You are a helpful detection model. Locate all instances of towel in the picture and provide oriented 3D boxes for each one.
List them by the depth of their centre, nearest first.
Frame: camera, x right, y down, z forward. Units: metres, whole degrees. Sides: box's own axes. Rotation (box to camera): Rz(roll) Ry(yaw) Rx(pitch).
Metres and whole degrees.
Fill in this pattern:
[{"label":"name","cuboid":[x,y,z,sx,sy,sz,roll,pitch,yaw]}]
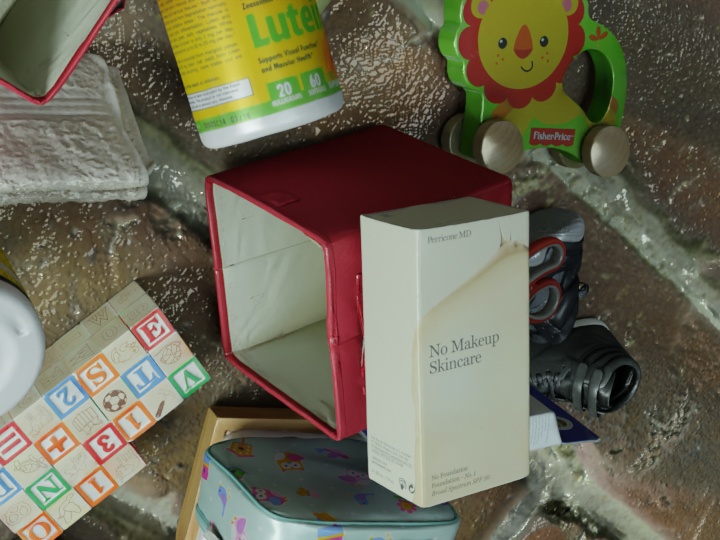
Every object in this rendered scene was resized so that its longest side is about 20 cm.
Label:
[{"label":"towel","cuboid":[-0.251,-0.101,0.922,0.199,0.133,0.035,-6,145,-29]}]

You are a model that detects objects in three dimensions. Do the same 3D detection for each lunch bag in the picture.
[{"label":"lunch bag","cuboid":[-0.029,0.200,1.069,0.199,0.160,0.077,5,108,-32]}]

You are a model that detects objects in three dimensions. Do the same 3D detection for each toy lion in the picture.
[{"label":"toy lion","cuboid":[0.156,-0.184,1.173,0.199,0.069,0.193,0,104,-31]}]

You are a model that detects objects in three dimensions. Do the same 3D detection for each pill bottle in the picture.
[{"label":"pill bottle","cuboid":[-0.293,0.011,0.897,0.111,0.200,0.112,-15,126,-23]},{"label":"pill bottle","cuboid":[-0.091,-0.199,0.961,0.111,0.111,0.201,-21,101,-21]}]

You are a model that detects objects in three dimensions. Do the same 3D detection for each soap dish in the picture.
[{"label":"soap dish","cuboid":[-0.066,0.197,1.195,0.199,0.081,0.158,5,109,-33]}]

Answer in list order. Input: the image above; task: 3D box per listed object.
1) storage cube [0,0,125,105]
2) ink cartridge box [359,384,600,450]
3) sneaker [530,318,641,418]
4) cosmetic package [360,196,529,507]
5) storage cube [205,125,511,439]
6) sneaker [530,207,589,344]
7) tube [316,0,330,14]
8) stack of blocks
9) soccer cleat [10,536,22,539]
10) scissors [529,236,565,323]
[{"label":"storage cube","cuboid":[-0.244,-0.237,0.831,0.200,0.180,0.171,34,92,-38]},{"label":"ink cartridge box","cuboid":[0.079,0.105,1.164,0.199,0.200,0.041,-6,114,-27]},{"label":"sneaker","cuboid":[0.186,0.109,1.294,0.199,0.099,0.071,-17,121,-22]},{"label":"cosmetic package","cuboid":[0.062,0.056,0.949,0.103,0.073,0.201,-12,108,-32]},{"label":"storage cube","cuboid":[0.000,0.000,1.069,0.179,0.200,0.172,-19,120,-30]},{"label":"sneaker","cuboid":[0.138,0.032,1.243,0.200,0.075,0.114,-31,121,-19]},{"label":"tube","cuboid":[-0.046,-0.227,1.035,0.200,0.058,0.052,-49,154,2]},{"label":"stack of blocks","cuboid":[-0.224,0.119,1.079,0.200,0.059,0.115,-39,126,-10]},{"label":"soccer cleat","cuboid":[-0.248,0.307,1.133,0.068,0.073,0.200,-19,125,7]},{"label":"scissors","cuboid":[0.089,0.039,1.016,0.200,0.014,0.073,-29,128,-30]}]
